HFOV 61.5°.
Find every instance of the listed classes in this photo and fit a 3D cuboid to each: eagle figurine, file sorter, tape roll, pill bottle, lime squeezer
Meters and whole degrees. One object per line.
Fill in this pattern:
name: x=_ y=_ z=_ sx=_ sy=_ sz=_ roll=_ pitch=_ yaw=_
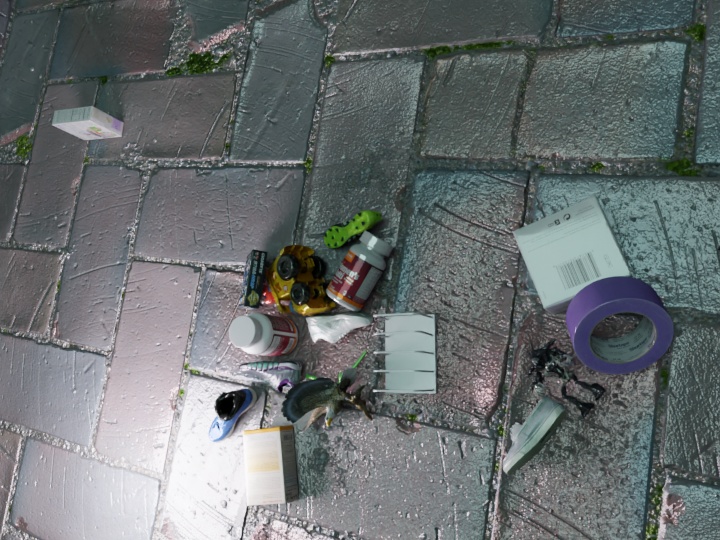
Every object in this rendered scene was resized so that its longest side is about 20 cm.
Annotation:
eagle figurine: x=-0.089 y=0.346 z=1.571 sx=0.199 sy=0.151 sz=0.152 roll=-10 pitch=95 yaw=19
file sorter: x=0.108 y=0.207 z=1.524 sx=0.138 sy=0.124 sz=0.201 roll=-5 pitch=78 yaw=25
tape roll: x=0.545 y=0.118 z=1.284 sx=0.199 sy=0.085 sz=0.201 roll=3 pitch=122 yaw=5
pill bottle: x=0.000 y=0.000 z=1.625 sx=0.109 sy=0.109 sz=0.200 roll=33 pitch=95 yaw=27
pill bottle: x=-0.267 y=0.176 z=1.670 sx=0.113 sy=0.200 sz=0.114 roll=-5 pitch=77 yaw=25
lime squeezer: x=-0.060 y=0.285 z=1.647 sx=0.199 sy=0.038 sz=0.071 roll=-26 pitch=39 yaw=21

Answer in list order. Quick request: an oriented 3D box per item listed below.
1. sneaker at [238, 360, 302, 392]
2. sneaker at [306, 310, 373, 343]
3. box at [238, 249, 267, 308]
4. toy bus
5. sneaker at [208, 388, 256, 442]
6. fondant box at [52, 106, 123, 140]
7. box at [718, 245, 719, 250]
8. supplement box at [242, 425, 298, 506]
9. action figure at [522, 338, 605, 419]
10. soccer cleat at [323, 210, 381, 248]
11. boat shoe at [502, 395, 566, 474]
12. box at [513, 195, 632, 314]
sneaker: x=-0.259 y=0.302 z=1.715 sx=0.199 sy=0.074 sz=0.088 roll=-5 pitch=83 yaw=24
sneaker: x=-0.053 y=0.153 z=1.652 sx=0.200 sy=0.070 sz=0.081 roll=-7 pitch=92 yaw=28
box: x=-0.309 y=0.030 z=1.731 sx=0.046 sy=0.200 sz=0.160 roll=10 pitch=82 yaw=-14
toy bus: x=-0.191 y=0.057 z=1.704 sx=0.192 sy=0.135 sz=0.201 roll=-37 pitch=68 yaw=30
sneaker: x=-0.394 y=0.416 z=1.735 sx=0.200 sy=0.111 sz=0.077 roll=-46 pitch=65 yaw=11
fondant box: x=-0.984 y=-0.530 z=2.189 sx=0.199 sy=0.144 sz=0.059 roll=3 pitch=80 yaw=26
box: x=0.830 y=-0.025 z=1.208 sx=0.200 sy=0.137 sz=0.038 roll=33 pitch=93 yaw=27
supplement box: x=-0.247 y=0.534 z=1.661 sx=0.126 sy=0.073 sz=0.201 roll=-12 pitch=75 yaw=23
action figure: x=0.445 y=0.234 z=1.368 sx=0.200 sy=0.102 sz=0.119 roll=39 pitch=110 yaw=25
soccer cleat: x=-0.023 y=-0.111 z=1.685 sx=0.200 sy=0.081 sz=0.068 roll=-26 pitch=77 yaw=42
boat shoe: x=0.386 y=0.375 z=1.393 sx=0.201 sy=0.070 sz=0.071 roll=-52 pitch=52 yaw=5
box: x=0.485 y=-0.030 z=1.381 sx=0.198 sy=0.131 sz=0.201 roll=-25 pitch=70 yaw=20
